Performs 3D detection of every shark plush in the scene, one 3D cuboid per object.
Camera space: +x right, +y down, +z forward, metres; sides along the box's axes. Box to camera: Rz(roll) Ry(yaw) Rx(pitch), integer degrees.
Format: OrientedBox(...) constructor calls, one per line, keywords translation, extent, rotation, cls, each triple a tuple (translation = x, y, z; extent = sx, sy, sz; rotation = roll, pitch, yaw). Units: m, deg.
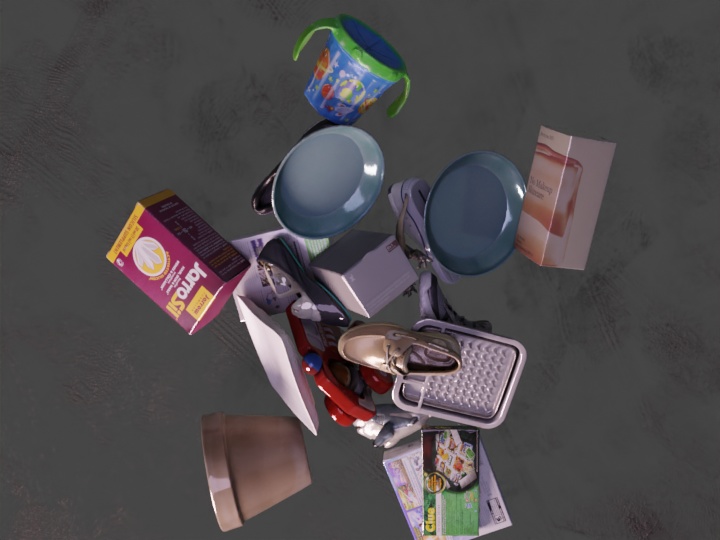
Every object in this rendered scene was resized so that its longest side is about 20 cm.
OrientedBox(translation=(0.078, 0.242, 1.427), extent=(0.198, 0.090, 0.084), rotation=(-34, 69, 19), cls="shark plush")

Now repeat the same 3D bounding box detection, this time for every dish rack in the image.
OrientedBox(translation=(0.161, 0.164, 1.334), extent=(0.196, 0.044, 0.175), rotation=(14, 112, -3), cls="dish rack")

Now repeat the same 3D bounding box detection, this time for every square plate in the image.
OrientedBox(translation=(-0.134, 0.151, 1.355), extent=(0.028, 0.199, 0.201), rotation=(-27, 119, -19), cls="square plate")

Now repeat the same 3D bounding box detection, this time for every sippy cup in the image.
OrientedBox(translation=(-0.017, -0.302, 1.260), extent=(0.177, 0.140, 0.131), rotation=(42, 118, 4), cls="sippy cup")

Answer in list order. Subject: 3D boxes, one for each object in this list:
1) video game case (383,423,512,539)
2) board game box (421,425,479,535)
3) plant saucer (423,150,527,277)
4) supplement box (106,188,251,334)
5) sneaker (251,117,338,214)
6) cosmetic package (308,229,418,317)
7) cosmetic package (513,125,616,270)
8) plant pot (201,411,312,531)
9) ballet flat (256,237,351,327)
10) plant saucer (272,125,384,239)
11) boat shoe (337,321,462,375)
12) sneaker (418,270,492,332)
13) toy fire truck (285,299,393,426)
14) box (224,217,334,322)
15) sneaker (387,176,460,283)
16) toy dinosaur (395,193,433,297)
OrientedBox(translation=(0.157, 0.393, 1.461), extent=(0.178, 0.046, 0.204), rotation=(-21, 102, 7), cls="video game case")
OrientedBox(translation=(0.158, 0.370, 1.421), extent=(0.102, 0.023, 0.205), rotation=(-1, 103, 1), cls="board game box")
OrientedBox(translation=(0.181, -0.092, 1.301), extent=(0.196, 0.036, 0.205), rotation=(-6, 106, -23), cls="plant saucer")
OrientedBox(translation=(-0.305, -0.016, 1.361), extent=(0.199, 0.103, 0.132), rotation=(41, 116, 3), cls="supplement box")
OrientedBox(translation=(-0.100, -0.162, 1.323), extent=(0.076, 0.088, 0.200), rotation=(43, 106, -6), cls="sneaker")
OrientedBox(translation=(0.000, 0.000, 1.279), extent=(0.106, 0.200, 0.091), rotation=(-37, 108, -10), cls="cosmetic package")
OrientedBox(translation=(0.317, -0.115, 1.268), extent=(0.085, 0.103, 0.205), rotation=(5, 106, -17), cls="cosmetic package")
OrientedBox(translation=(-0.179, 0.337, 1.434), extent=(0.170, 0.200, 0.205), rotation=(-13, 104, -7), cls="plant pot")
OrientedBox(translation=(-0.100, 0.034, 1.325), extent=(0.200, 0.073, 0.073), rotation=(47, 107, 16), cls="ballet flat")
OrientedBox(translation=(-0.055, -0.145, 1.286), extent=(0.196, 0.036, 0.203), rotation=(-18, 132, -21), cls="plant saucer")
OrientedBox(translation=(0.062, 0.129, 1.261), extent=(0.195, 0.065, 0.074), rotation=(7, 108, -2), cls="boat shoe")
OrientedBox(translation=(0.163, 0.085, 1.365), extent=(0.111, 0.076, 0.204), rotation=(-11, 112, 8), cls="sneaker")
OrientedBox(translation=(-0.046, 0.153, 1.339), extent=(0.112, 0.202, 0.167), rotation=(-43, 130, 19), cls="toy fire truck")
OrientedBox(translation=(-0.133, -0.003, 1.400), extent=(0.196, 0.036, 0.147), rotation=(-12, 103, 11), cls="box")
OrientedBox(translation=(0.110, -0.068, 1.339), extent=(0.073, 0.070, 0.202), rotation=(-41, 118, -28), cls="sneaker")
OrientedBox(translation=(0.074, -0.018, 1.304), extent=(0.047, 0.089, 0.202), rotation=(-16, 140, -20), cls="toy dinosaur")
